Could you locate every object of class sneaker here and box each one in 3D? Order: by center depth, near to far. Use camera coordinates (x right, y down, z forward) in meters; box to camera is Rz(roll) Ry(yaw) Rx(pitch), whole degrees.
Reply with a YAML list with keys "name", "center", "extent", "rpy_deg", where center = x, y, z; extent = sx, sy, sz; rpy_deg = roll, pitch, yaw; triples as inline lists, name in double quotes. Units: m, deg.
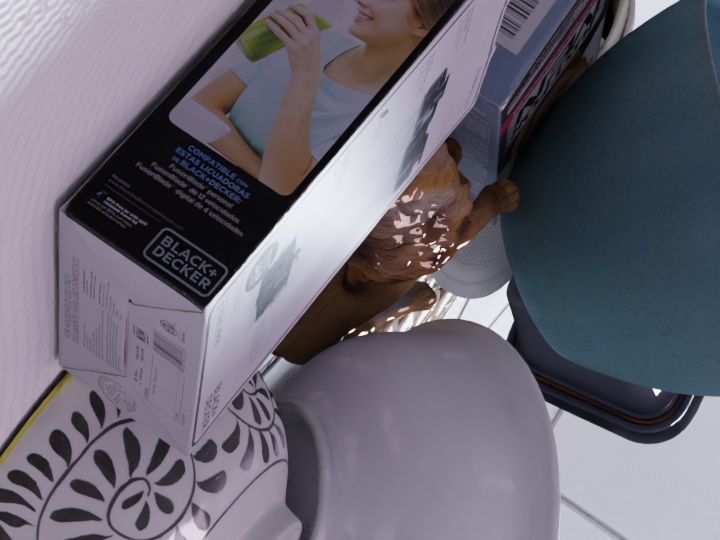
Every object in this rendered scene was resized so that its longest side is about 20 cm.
- name: "sneaker"
  center: [0.097, -0.088, 1.100]
  extent: [0.201, 0.073, 0.116]
  rpy_deg: [-60, 168, -22]

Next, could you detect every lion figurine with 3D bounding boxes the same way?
- name: "lion figurine"
  center: [0.000, 0.000, 0.901]
  extent: [0.122, 0.072, 0.200]
  rpy_deg: [-34, 161, -46]

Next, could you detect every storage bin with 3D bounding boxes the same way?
- name: "storage bin"
  center: [0.168, -0.014, 1.090]
  extent: [0.201, 0.145, 0.134]
  rpy_deg: [-62, 160, -8]

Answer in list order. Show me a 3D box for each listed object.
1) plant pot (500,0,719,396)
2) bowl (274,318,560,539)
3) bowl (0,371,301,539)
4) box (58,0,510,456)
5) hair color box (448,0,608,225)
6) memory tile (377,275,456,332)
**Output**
- name: "plant pot"
  center: [0.148, -0.021, 0.937]
  extent: [0.134, 0.201, 0.200]
  rpy_deg: [-22, -177, 22]
- name: "bowl"
  center: [-0.006, 0.113, 0.860]
  extent: [0.201, 0.090, 0.202]
  rpy_deg: [-30, -127, 51]
- name: "bowl"
  center: [-0.085, 0.112, 0.779]
  extent: [0.201, 0.094, 0.201]
  rpy_deg: [-55, 169, -15]
- name: "box"
  center: [-0.023, -0.044, 0.682]
  extent: [0.200, 0.060, 0.117]
  rpy_deg: [-51, 168, -27]
- name: "hair color box"
  center: [0.072, -0.102, 0.944]
  extent: [0.099, 0.060, 0.200]
  rpy_deg: [-54, 170, -9]
- name: "memory tile"
  center: [0.033, 0.037, 1.308]
  extent: [0.154, 0.017, 0.200]
  rpy_deg: [-60, 169, 20]
